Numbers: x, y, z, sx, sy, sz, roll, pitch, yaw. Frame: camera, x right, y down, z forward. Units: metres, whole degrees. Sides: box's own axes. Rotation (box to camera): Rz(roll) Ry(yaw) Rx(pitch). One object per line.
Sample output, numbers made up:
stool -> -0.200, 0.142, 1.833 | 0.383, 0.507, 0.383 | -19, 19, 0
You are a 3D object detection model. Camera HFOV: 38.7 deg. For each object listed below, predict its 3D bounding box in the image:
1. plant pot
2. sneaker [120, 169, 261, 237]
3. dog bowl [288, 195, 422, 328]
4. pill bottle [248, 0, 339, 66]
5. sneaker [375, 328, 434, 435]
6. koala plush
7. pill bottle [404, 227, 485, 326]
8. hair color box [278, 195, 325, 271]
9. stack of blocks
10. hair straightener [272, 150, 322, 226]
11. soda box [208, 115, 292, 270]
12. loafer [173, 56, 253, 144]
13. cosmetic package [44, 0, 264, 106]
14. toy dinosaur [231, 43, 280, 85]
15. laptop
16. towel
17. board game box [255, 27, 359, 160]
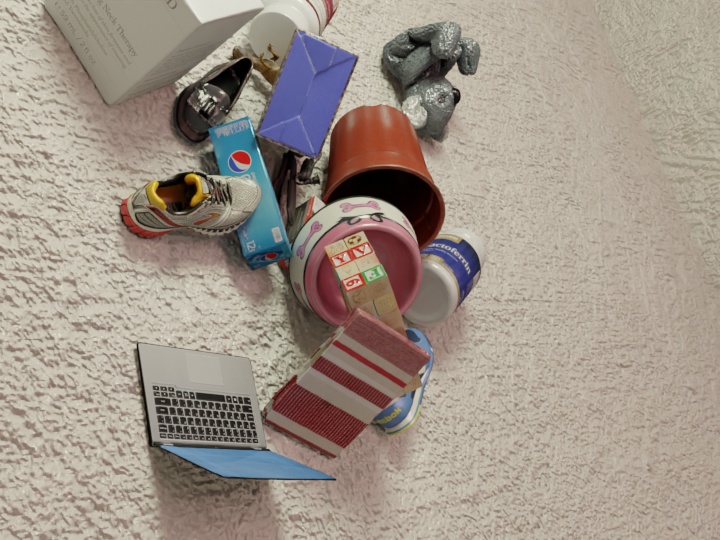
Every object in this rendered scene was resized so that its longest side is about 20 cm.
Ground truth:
plant pot -> 0.028, -0.152, 1.651 | 0.200, 0.200, 0.197 | 36, 32, -33
sneaker -> -0.207, -0.089, 1.334 | 0.199, 0.082, 0.079 | -14, 78, -42
dog bowl -> 0.000, 0.000, 1.466 | 0.200, 0.200, 0.074 | 40, 6, -28
pill bottle -> -0.112, -0.430, 1.726 | 0.114, 0.114, 0.201 | 48, 35, -19
sneaker -> 0.056, 0.151, 1.555 | 0.082, 0.074, 0.201 | 43, 36, -21
koala plush -> 0.131, -0.356, 1.994 | 0.177, 0.182, 0.203 | 8, 79, -64
pill bottle -> 0.139, 0.004, 1.740 | 0.116, 0.115, 0.200 | 57, 32, -6
hair color box -> -0.029, -0.006, 1.565 | 0.200, 0.064, 0.112 | 40, 39, -28
stack of blocks -> 0.018, 0.064, 1.392 | 0.115, 0.058, 0.202 | -119, -172, -55
hair straightener -> -0.094, -0.133, 1.571 | 0.201, 0.076, 0.041 | -78, 165, -54
soda box -> -0.155, -0.110, 1.449 | 0.068, 0.063, 0.202 | 73, 0, -73
loafer -> -0.213, -0.260, 1.505 | 0.072, 0.063, 0.201 | 47, 35, -19
cosmetic package -> -0.274, -0.356, 1.370 | 0.168, 0.199, 0.166 | 57, 33, -4
toy dinosaur -> -0.118, -0.302, 1.653 | 0.200, 0.106, 0.061 | 45, 31, -12
laptop -> -0.148, 0.169, 1.221 | 0.186, 0.115, 0.202 | 15, 54, -49
towel -> -0.019, 0.151, 1.349 | 0.144, 0.200, 0.023 | 34, 16, -33
board game box -> -0.081, -0.264, 1.510 | 0.096, 0.161, 0.200 | 22, 11, -9
